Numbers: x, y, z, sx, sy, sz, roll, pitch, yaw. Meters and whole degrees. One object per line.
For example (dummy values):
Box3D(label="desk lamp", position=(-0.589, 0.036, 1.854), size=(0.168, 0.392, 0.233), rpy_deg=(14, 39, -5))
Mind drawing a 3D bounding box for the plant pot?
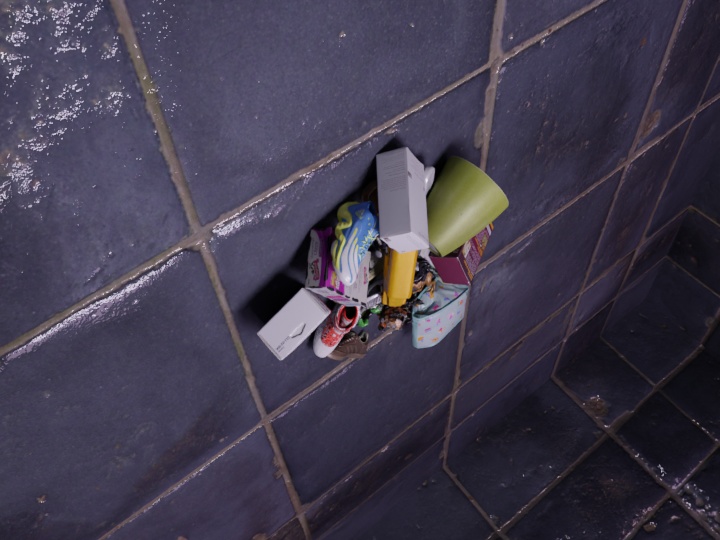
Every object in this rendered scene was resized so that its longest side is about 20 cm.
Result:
Box3D(label="plant pot", position=(0.228, -0.139, 1.669), size=(0.201, 0.186, 0.187), rpy_deg=(-51, 150, -4))

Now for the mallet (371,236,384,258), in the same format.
Box3D(label="mallet", position=(0.040, -0.057, 1.560), size=(0.041, 0.201, 0.066), rpy_deg=(-32, 113, 8))

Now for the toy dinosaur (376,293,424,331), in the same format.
Box3D(label="toy dinosaur", position=(0.083, 0.100, 1.840), size=(0.136, 0.199, 0.102), rpy_deg=(-51, 125, -3))

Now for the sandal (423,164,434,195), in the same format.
Box3D(label="sandal", position=(0.139, -0.194, 1.656), size=(0.083, 0.049, 0.204), rpy_deg=(-59, 171, -28))

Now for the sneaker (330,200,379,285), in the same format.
Box3D(label="sneaker", position=(-0.005, -0.070, 1.478), size=(0.104, 0.204, 0.075), rpy_deg=(-18, 148, 31))

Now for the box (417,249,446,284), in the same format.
Box3D(label="box", position=(0.205, -0.067, 1.804), size=(0.199, 0.036, 0.147), rpy_deg=(36, 65, -48))

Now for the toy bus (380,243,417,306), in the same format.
Box3D(label="toy bus", position=(0.093, -0.003, 1.628), size=(0.064, 0.079, 0.203), rpy_deg=(0, 118, -12))

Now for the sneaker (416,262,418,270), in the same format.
Box3D(label="sneaker", position=(0.154, -0.032, 1.851), size=(0.198, 0.077, 0.081), rpy_deg=(-7, 143, -45))

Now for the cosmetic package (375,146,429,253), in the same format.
Box3D(label="cosmetic package", position=(0.092, -0.152, 1.502), size=(0.080, 0.204, 0.113), rpy_deg=(-12, 161, 24))

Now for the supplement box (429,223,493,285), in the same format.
Box3D(label="supplement box", position=(0.266, -0.076, 1.784), size=(0.111, 0.084, 0.202), rpy_deg=(57, 50, -41))

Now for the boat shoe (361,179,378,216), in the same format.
Box3D(label="boat shoe", position=(0.068, -0.144, 1.603), size=(0.076, 0.074, 0.200), rpy_deg=(-46, 150, 2))

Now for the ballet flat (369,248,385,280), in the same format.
Box3D(label="ballet flat", position=(0.000, 0.000, 1.708), size=(0.199, 0.071, 0.071), rpy_deg=(-39, 149, -11))

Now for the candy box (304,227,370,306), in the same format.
Box3D(label="candy box", position=(-0.049, -0.004, 1.574), size=(0.199, 0.060, 0.139), rpy_deg=(29, 63, -58))

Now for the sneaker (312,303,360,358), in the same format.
Box3D(label="sneaker", position=(-0.065, 0.148, 1.750), size=(0.203, 0.067, 0.108), rpy_deg=(-57, -172, 10))

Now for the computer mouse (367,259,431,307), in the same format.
Box3D(label="computer mouse", position=(0.083, 0.033, 1.738), size=(0.197, 0.044, 0.110), rpy_deg=(-23, 163, -13))

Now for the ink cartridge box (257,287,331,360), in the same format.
Box3D(label="ink cartridge box", position=(-0.147, 0.118, 1.563), size=(0.144, 0.084, 0.200), rpy_deg=(-45, 179, -1))

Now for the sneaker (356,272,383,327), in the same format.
Box3D(label="sneaker", position=(0.044, 0.064, 1.812), size=(0.201, 0.085, 0.078), rpy_deg=(-53, 149, 12))

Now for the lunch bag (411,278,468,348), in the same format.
Box3D(label="lunch bag", position=(0.223, 0.128, 2.075), size=(0.199, 0.122, 0.172), rpy_deg=(-38, 150, -23))

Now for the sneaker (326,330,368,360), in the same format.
Box3D(label="sneaker", position=(-0.046, 0.201, 1.904), size=(0.199, 0.070, 0.077), rpy_deg=(8, 103, -58))

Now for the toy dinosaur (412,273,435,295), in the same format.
Box3D(label="toy dinosaur", position=(0.192, 0.017, 1.963), size=(0.199, 0.060, 0.107), rpy_deg=(-37, 147, -15))
